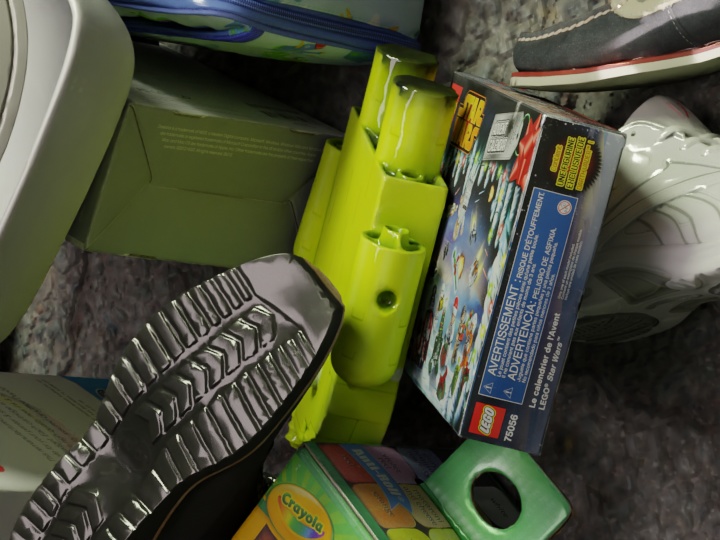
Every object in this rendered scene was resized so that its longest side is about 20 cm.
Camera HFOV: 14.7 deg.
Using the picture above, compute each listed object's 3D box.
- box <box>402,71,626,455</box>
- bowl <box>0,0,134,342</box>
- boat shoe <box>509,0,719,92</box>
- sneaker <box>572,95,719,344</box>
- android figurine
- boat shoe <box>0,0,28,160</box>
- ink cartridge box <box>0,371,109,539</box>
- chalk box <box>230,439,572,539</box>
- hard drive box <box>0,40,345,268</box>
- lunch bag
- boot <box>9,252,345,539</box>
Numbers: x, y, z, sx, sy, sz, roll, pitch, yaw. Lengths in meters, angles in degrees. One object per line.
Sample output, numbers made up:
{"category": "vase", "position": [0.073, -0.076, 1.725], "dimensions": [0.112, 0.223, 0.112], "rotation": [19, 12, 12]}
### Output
{"category": "box", "position": [0.058, -0.009, 1.220], "dimensions": [0.200, 0.040, 0.138], "rotation": [-136, 61, -78]}
{"category": "bowl", "position": [-0.188, -0.072, 1.294], "dimensions": [0.200, 0.074, 0.201], "rotation": [37, 109, 39]}
{"category": "boat shoe", "position": [0.149, -0.117, 1.200], "dimensions": [0.199, 0.071, 0.063], "rotation": [-11, 89, 36]}
{"category": "sneaker", "position": [0.145, -0.032, 1.196], "dimensions": [0.199, 0.078, 0.100], "rotation": [-14, 72, 40]}
{"category": "android figurine", "position": [0.000, 0.000, 1.296], "dimensions": [0.182, 0.041, 0.201], "rotation": [-109, 33, -69]}
{"category": "boat shoe", "position": [-0.184, -0.130, 1.211], "dimensions": [0.060, 0.073, 0.201], "rotation": [-148, 53, -81]}
{"category": "ink cartridge box", "position": [-0.173, 0.142, 1.378], "dimensions": [0.147, 0.200, 0.147], "rotation": [31, 106, 40]}
{"category": "chalk box", "position": [0.015, 0.158, 1.256], "dimensions": [0.125, 0.124, 0.200], "rotation": [50, 117, 32]}
{"category": "hard drive box", "position": [-0.130, -0.073, 1.397], "dimensions": [0.200, 0.155, 0.077], "rotation": [29, 105, 41]}
{"category": "lunch bag", "position": [-0.078, -0.150, 1.354], "dimensions": [0.199, 0.160, 0.083], "rotation": [11, 92, 42]}
{"category": "boot", "position": [-0.056, 0.077, 1.264], "dimensions": [0.200, 0.138, 0.078], "rotation": [-44, 62, 19]}
